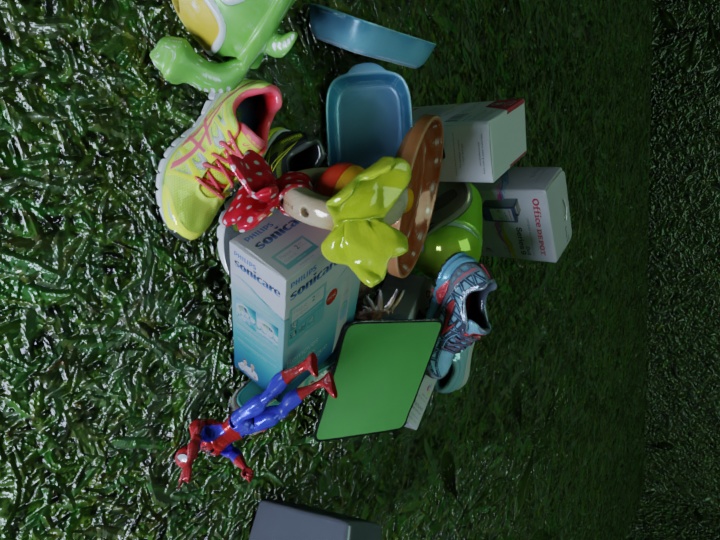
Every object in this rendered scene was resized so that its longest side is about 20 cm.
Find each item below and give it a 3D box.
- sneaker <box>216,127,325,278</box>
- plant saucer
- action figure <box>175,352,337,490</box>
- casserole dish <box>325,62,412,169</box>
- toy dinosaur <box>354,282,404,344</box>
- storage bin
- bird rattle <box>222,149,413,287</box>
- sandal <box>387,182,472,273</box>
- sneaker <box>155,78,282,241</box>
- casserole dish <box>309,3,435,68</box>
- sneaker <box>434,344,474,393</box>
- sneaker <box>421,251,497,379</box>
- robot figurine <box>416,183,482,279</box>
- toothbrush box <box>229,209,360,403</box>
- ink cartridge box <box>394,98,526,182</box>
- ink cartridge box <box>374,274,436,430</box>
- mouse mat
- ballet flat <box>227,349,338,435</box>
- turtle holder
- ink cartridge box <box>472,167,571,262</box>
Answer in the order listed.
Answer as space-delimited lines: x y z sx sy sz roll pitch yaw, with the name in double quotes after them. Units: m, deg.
-0.103 -0.080 0.636 0.074 0.083 0.204 29 73 -48 "sneaker"
0.064 -0.093 0.686 0.200 0.032 0.205 14 89 -75 "plant saucer"
-0.119 0.178 0.577 0.066 0.197 0.100 53 13 -34 "action figure"
0.014 -0.179 0.758 0.039 0.118 0.205 -72 160 -79 "casserole dish"
0.000 0.000 0.721 0.085 0.135 0.203 -36 143 -28 "toy dinosaur"
-0.069 0.369 0.672 0.145 0.196 0.137 34 58 -47 "storage bin"
-0.033 -0.065 0.544 0.162 0.196 0.115 -27 123 -53 "bird rattle"
0.075 -0.074 0.807 0.200 0.080 0.057 -40 164 12 "sandal"
-0.145 -0.125 0.574 0.078 0.089 0.204 36 68 -48 "sneaker"
0.015 -0.308 0.723 0.198 0.120 0.040 -13 128 -49 "casserole dish"
0.171 0.135 1.020 0.081 0.073 0.205 -11 103 -53 "sneaker"
0.141 0.082 0.799 0.078 0.095 0.204 -7 118 -40 "sneaker"
0.144 -0.071 0.897 0.177 0.113 0.203 88 9 -53 "robot figurine"
-0.071 0.028 0.632 0.146 0.084 0.203 -39 149 -41 "toothbrush box"
0.131 -0.195 0.817 0.145 0.197 0.085 -38 126 -44 "ink cartridge box"
0.067 0.127 0.877 0.146 0.086 0.203 50 56 -41 "ink cartridge box"
0.025 0.153 0.753 0.158 0.008 0.204 2 119 -30 "mouse mat"
-0.092 0.143 0.710 0.198 0.075 0.065 -29 148 -41 "ballet flat"
-0.134 -0.276 0.551 0.130 0.142 0.186 30 110 -30 "turtle holder"
0.272 -0.106 0.998 0.088 0.197 0.147 -46 129 -35 "ink cartridge box"
